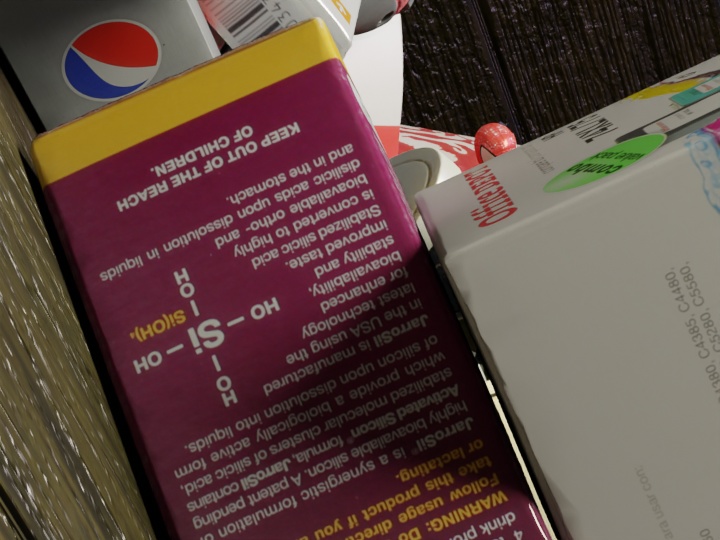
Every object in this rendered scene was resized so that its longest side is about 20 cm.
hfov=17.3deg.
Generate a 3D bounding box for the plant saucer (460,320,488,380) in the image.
[{"bbox_3d":[0.045,0.081,1.061,0.031,0.199,0.201,-54,131,-41],"label":"plant saucer"}]

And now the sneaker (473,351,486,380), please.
[{"bbox_3d":[0.019,0.111,1.003,0.201,0.070,0.090,91,2,-46],"label":"sneaker"}]

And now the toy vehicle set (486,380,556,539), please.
[{"bbox_3d":[0.041,0.145,0.836,0.201,0.124,0.027,68,-28,14],"label":"toy vehicle set"}]

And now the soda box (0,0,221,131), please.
[{"bbox_3d":[-0.080,-0.069,0.814,0.200,0.063,0.068,67,0,-46],"label":"soda box"}]

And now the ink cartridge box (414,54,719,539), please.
[{"bbox_3d":[0.136,0.010,0.711,0.147,0.199,0.147,-104,169,-81],"label":"ink cartridge box"}]

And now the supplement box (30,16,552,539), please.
[{"bbox_3d":[-0.011,0.047,0.732,0.131,0.103,0.201,66,1,-65],"label":"supplement box"}]

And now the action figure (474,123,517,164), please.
[{"bbox_3d":[0.077,0.028,1.097,0.052,0.065,0.201,-149,-135,-67],"label":"action figure"}]

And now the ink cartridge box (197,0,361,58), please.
[{"bbox_3d":[-0.072,-0.179,0.919,0.198,0.047,0.200,46,17,-15],"label":"ink cartridge box"}]

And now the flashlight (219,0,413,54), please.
[{"bbox_3d":[-0.031,-0.087,1.017,0.068,0.200,0.068,32,-33,-5],"label":"flashlight"}]

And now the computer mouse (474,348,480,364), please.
[{"bbox_3d":[0.027,0.055,0.810,0.058,0.201,0.034,26,-14,20],"label":"computer mouse"}]

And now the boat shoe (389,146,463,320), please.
[{"bbox_3d":[0.000,0.000,0.919,0.062,0.075,0.200,36,-27,-19],"label":"boat shoe"}]

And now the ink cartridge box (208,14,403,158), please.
[{"bbox_3d":[-0.043,-0.086,1.065,0.160,0.050,0.201,-2,58,-41],"label":"ink cartridge box"}]

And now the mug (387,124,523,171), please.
[{"bbox_3d":[0.038,-0.001,1.171,0.199,0.134,0.178,12,26,-33],"label":"mug"}]
